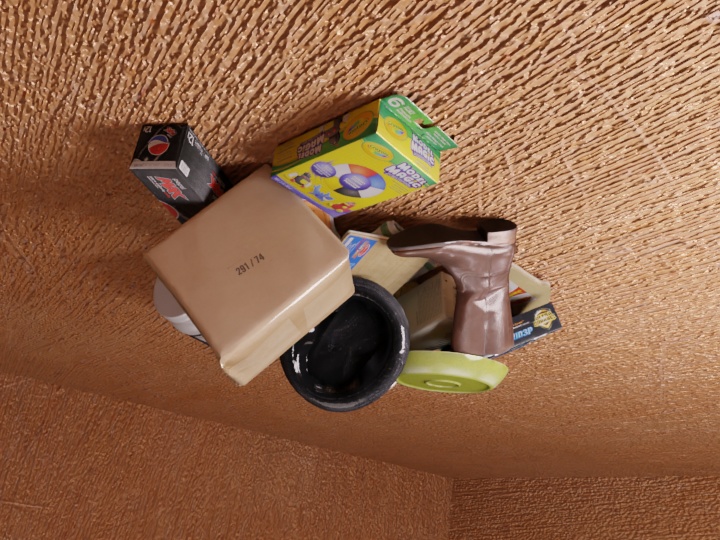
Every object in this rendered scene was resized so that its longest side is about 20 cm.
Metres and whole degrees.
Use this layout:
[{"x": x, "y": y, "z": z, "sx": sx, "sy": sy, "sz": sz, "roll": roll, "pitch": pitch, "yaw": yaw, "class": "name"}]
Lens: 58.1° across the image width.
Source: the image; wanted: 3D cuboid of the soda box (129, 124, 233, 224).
[{"x": -0.218, "y": -0.106, "z": 0.852, "sx": 0.069, "sy": 0.065, "sz": 0.201, "roll": 2, "pitch": 156, "yaw": 15, "class": "soda box"}]

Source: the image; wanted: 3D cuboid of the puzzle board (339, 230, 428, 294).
[{"x": -0.003, "y": 0.009, "z": 0.940, "sx": 0.148, "sy": 0.018, "sz": 0.200, "roll": 9, "pitch": 142, "yaw": -31, "class": "puzzle board"}]

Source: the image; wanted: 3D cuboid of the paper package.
[{"x": -0.134, "y": 0.003, "z": 0.810, "sx": 0.191, "sy": 0.199, "sz": 0.104, "roll": 46, "pitch": 165, "yaw": 23, "class": "paper package"}]

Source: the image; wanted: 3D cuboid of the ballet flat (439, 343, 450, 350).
[{"x": 0.075, "y": 0.085, "z": 1.153, "sx": 0.196, "sy": 0.072, "sz": 0.071, "roll": 18, "pitch": 156, "yaw": -10, "class": "ballet flat"}]

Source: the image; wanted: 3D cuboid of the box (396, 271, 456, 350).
[{"x": 0.085, "y": 0.086, "z": 1.027, "sx": 0.068, "sy": 0.084, "sz": 0.199, "roll": 22, "pitch": 143, "yaw": -32, "class": "box"}]

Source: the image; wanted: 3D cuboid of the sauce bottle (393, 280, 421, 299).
[{"x": 0.014, "y": 0.031, "z": 1.082, "sx": 0.196, "sy": 0.066, "sz": 0.065, "roll": 14, "pitch": 157, "yaw": -14, "class": "sauce bottle"}]

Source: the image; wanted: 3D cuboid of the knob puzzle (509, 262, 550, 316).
[{"x": 0.221, "y": 0.039, "z": 1.068, "sx": 0.214, "sy": 0.031, "sz": 0.221, "roll": 2, "pitch": 154, "yaw": 1, "class": "knob puzzle"}]

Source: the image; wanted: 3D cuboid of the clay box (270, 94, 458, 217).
[{"x": 0.003, "y": -0.126, "z": 0.747, "sx": 0.197, "sy": 0.049, "sz": 0.114, "roll": -13, "pitch": 150, "yaw": 42, "class": "clay box"}]

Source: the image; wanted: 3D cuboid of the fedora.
[{"x": -0.021, "y": 0.102, "z": 0.957, "sx": 0.196, "sy": 0.205, "sz": 0.092, "roll": 6, "pitch": -173, "yaw": 4, "class": "fedora"}]

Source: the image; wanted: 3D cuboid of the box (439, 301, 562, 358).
[{"x": 0.216, "y": 0.121, "z": 1.072, "sx": 0.156, "sy": 0.047, "sz": 0.200, "roll": -18, "pitch": 167, "yaw": -16, "class": "box"}]

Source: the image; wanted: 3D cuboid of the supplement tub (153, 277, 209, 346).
[{"x": -0.254, "y": 0.060, "z": 1.148, "sx": 0.138, "sy": 0.143, "sz": 0.200, "roll": -4, "pitch": 154, "yaw": 26, "class": "supplement tub"}]

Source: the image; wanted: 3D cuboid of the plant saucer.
[{"x": 0.127, "y": 0.161, "z": 0.997, "sx": 0.195, "sy": 0.032, "sz": 0.201, "roll": 6, "pitch": 161, "yaw": 2, "class": "plant saucer"}]

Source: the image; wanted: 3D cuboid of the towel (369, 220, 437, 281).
[{"x": 0.000, "y": 0.000, "z": 0.971, "sx": 0.198, "sy": 0.031, "sz": 0.149, "roll": -27, "pitch": 146, "yaw": 22, "class": "towel"}]

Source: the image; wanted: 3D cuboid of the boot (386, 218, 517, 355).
[{"x": 0.128, "y": 0.038, "z": 0.892, "sx": 0.182, "sy": 0.065, "sz": 0.204, "roll": -4, "pitch": 117, "yaw": -3, "class": "boot"}]

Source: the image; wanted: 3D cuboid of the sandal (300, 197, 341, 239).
[{"x": -0.072, "y": -0.039, "z": 0.958, "sx": 0.077, "sy": 0.060, "sz": 0.207, "roll": 5, "pitch": 157, "yaw": 8, "class": "sandal"}]
